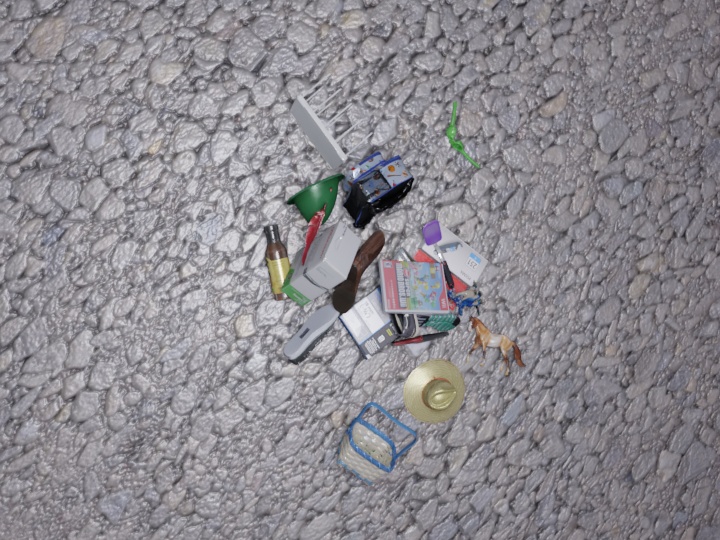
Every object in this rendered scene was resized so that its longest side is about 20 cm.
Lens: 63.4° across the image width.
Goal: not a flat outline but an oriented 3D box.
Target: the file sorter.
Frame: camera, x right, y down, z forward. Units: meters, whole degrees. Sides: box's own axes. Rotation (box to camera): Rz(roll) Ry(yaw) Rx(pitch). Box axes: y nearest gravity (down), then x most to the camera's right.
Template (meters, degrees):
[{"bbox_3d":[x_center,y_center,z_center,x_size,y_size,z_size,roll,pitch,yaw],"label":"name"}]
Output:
[{"bbox_3d":[-0.076,-0.399,1.573,0.124,0.138,0.202,-39,99,-12],"label":"file sorter"}]

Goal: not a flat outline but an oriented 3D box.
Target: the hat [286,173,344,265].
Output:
[{"bbox_3d":[-0.095,-0.132,1.548,0.196,0.166,0.180,-25,89,-3],"label":"hat"}]

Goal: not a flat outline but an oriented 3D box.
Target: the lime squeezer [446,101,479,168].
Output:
[{"bbox_3d":[0.288,-0.387,1.714,0.070,0.037,0.204,-27,97,-42],"label":"lime squeezer"}]

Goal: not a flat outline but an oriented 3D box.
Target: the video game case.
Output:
[{"bbox_3d":[0.146,0.046,1.588,0.195,0.017,0.147,3,69,-23],"label":"video game case"}]

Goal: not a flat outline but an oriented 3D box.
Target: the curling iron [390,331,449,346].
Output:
[{"bbox_3d":[0.168,0.191,1.698,0.194,0.026,0.051,-1,89,-13],"label":"curling iron"}]

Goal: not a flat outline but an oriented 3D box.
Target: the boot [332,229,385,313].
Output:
[{"bbox_3d":[0.000,0.000,1.614,0.063,0.201,0.189,28,129,7],"label":"boot"}]

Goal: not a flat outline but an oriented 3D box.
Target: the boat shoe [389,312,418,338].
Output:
[{"bbox_3d":[0.102,0.086,1.592,0.062,0.072,0.205,0,67,-47],"label":"boat shoe"}]

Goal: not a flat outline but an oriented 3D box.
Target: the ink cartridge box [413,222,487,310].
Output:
[{"bbox_3d":[0.250,-0.010,1.704,0.198,0.045,0.179,35,83,-12],"label":"ink cartridge box"}]

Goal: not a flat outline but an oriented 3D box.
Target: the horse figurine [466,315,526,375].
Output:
[{"bbox_3d":[0.397,0.229,1.734,0.195,0.050,0.136,17,71,-5],"label":"horse figurine"}]

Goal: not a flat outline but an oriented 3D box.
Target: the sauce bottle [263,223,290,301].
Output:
[{"bbox_3d":[-0.223,-0.022,1.584,0.063,0.065,0.206,-11,92,-12],"label":"sauce bottle"}]

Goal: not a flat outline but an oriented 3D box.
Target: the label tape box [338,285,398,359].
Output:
[{"bbox_3d":[0.056,0.130,1.639,0.198,0.063,0.146,-36,87,-9],"label":"label tape box"}]

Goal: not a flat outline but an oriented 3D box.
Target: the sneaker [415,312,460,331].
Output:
[{"bbox_3d":[0.208,0.116,1.676,0.197,0.074,0.089,13,44,-39],"label":"sneaker"}]

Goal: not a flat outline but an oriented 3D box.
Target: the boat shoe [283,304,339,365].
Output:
[{"bbox_3d":[-0.129,0.176,1.616,0.200,0.068,0.057,-43,135,-15],"label":"boat shoe"}]

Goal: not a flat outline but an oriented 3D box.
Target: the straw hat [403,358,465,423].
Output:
[{"bbox_3d":[0.228,0.360,1.686,0.195,0.085,0.208,0,91,-13],"label":"straw hat"}]

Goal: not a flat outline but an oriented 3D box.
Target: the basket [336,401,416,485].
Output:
[{"bbox_3d":[0.035,0.471,1.606,0.175,0.140,0.200,38,114,-11],"label":"basket"}]

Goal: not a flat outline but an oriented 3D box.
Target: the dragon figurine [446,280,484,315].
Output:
[{"bbox_3d":[0.298,0.089,1.673,0.098,0.201,0.060,-27,65,0],"label":"dragon figurine"}]

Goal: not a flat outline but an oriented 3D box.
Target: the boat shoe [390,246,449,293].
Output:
[{"bbox_3d":[0.175,0.014,1.655,0.200,0.075,0.065,36,114,-4],"label":"boat shoe"}]

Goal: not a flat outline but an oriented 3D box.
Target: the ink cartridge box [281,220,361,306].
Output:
[{"bbox_3d":[-0.103,-0.016,1.515,0.084,0.198,0.148,38,47,-21],"label":"ink cartridge box"}]

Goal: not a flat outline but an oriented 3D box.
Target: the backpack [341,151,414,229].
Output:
[{"bbox_3d":[0.047,-0.227,1.589,0.187,0.200,0.157,-26,87,-16],"label":"backpack"}]

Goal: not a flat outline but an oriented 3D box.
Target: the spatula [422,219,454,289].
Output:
[{"bbox_3d":[0.228,-0.041,1.663,0.055,0.021,0.205,-23,98,-12],"label":"spatula"}]
